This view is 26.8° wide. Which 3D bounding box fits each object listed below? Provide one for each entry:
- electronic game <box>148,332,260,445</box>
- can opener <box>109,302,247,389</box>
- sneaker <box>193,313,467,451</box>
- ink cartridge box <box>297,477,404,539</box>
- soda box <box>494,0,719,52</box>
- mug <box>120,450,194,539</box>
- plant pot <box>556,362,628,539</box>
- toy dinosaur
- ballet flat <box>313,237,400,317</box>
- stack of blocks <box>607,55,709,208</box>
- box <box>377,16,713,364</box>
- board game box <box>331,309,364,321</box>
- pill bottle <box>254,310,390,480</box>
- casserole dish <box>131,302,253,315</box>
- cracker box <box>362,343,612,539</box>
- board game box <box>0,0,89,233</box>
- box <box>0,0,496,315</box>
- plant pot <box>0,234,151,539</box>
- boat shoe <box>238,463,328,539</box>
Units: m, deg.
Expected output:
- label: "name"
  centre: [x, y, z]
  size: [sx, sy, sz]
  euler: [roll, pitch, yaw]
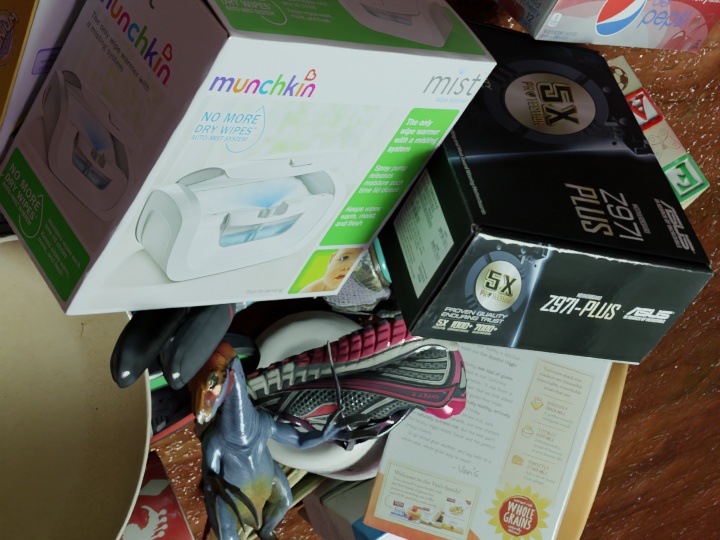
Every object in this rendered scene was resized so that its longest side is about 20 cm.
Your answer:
- label: "electronic game"
  centre: [-0.157, 0.097, 1.011]
  size: [0.199, 0.042, 0.200]
  euler: [-27, 166, -7]
- label: "can opener"
  centre: [-0.095, 0.026, 0.841]
  size: [0.063, 0.079, 0.200]
  euler: [-10, -169, 2]
- label: "sneaker"
  centre: [-0.024, 0.088, 1.009]
  size: [0.199, 0.075, 0.081]
  euler: [-22, 176, 25]
- label: "ink cartridge box"
  centre: [0.020, 0.197, 1.334]
  size: [0.116, 0.200, 0.068]
  euler: [-29, 115, -19]
- label: "soda box"
  centre: [0.169, -0.193, 1.007]
  size: [0.199, 0.070, 0.064]
  euler: [-6, 136, -47]
- label: "mug"
  centre: [-0.202, 0.226, 1.014]
  size: [0.199, 0.178, 0.134]
  euler: [-22, 142, -13]
- label: "plant pot"
  centre: [0.126, 0.103, 1.193]
  size: [0.200, 0.139, 0.201]
  euler: [16, 90, -84]
- label: "toy dinosaur"
  centre: [-0.090, 0.128, 0.973]
  size: [0.105, 0.199, 0.182]
  euler: [-34, 113, -42]
- label: "ballet flat"
  centre: [0.000, 0.000, 1.016]
  size: [0.072, 0.072, 0.200]
  euler: [-43, 167, 6]
- label: "stack of blocks"
  centre: [0.177, -0.064, 1.156]
  size: [0.058, 0.116, 0.200]
  euler: [-29, 169, -18]
- label: "box"
  centre: [0.091, -0.053, 0.900]
  size: [0.163, 0.201, 0.086]
  euler: [9, 133, -27]
- label: "board game box"
  centre: [0.034, -0.044, 1.115]
  size: [0.103, 0.019, 0.201]
  euler: [-27, 150, -27]
- label: "pill bottle"
  centre: [-0.013, 0.102, 1.161]
  size: [0.114, 0.114, 0.200]
  euler: [-41, 162, 3]
- label: "casserole dish"
  centre: [-0.082, -0.023, 0.981]
  size: [0.199, 0.039, 0.121]
  euler: [-32, 151, -17]
- label: "cracker box"
  centre: [0.096, 0.105, 1.075]
  size: [0.058, 0.133, 0.201]
  euler: [2, 107, -78]
- label: "board game box"
  centre: [-0.128, -0.111, 0.789]
  size: [0.152, 0.040, 0.201]
  euler: [-13, 142, -42]
- label: "box"
  centre: [-0.059, -0.077, 0.780]
  size: [0.199, 0.097, 0.177]
  euler: [-3, 137, -49]
- label: "plant pot"
  centre: [-0.228, 0.080, 0.819]
  size: [0.200, 0.134, 0.202]
  euler: [-4, 95, -58]
- label: "boat shoe"
  centre: [-0.035, 0.163, 1.287]
  size: [0.200, 0.063, 0.073]
  euler: [-24, 149, -29]
